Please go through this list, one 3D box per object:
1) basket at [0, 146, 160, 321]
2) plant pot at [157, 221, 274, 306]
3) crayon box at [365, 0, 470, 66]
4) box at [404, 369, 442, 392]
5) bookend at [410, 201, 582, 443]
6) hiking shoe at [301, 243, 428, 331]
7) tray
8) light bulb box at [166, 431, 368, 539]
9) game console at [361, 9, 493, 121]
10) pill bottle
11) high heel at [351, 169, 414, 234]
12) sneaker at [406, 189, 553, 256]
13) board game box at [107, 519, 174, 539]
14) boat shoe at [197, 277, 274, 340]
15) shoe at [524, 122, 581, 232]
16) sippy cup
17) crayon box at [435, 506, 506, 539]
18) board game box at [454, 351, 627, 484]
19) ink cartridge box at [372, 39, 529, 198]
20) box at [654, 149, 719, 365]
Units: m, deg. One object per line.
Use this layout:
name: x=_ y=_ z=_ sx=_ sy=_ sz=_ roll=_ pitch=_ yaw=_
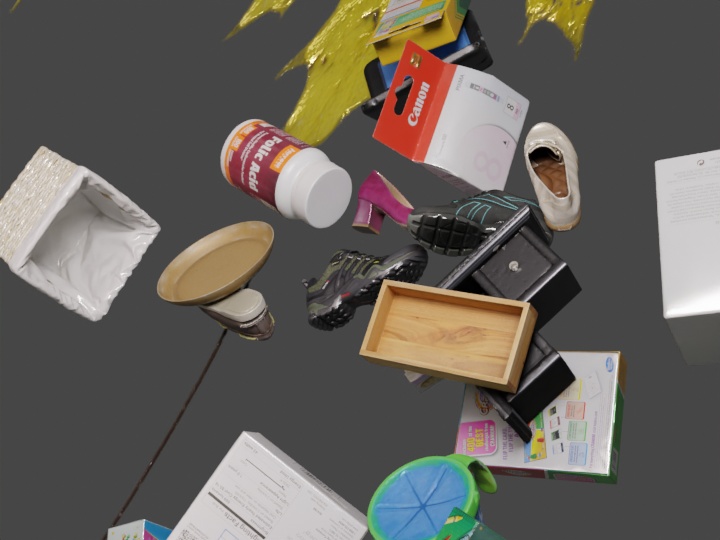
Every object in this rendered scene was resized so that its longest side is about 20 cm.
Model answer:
basket: x=-0.477 y=-0.060 z=1.696 sx=0.160 sy=0.198 sz=0.202 roll=26 pitch=80 yaw=40
plant pot: x=-0.216 y=-0.006 z=1.580 sx=0.197 sy=0.028 sz=0.201 roll=-21 pitch=28 yaw=11
crayon box: x=0.091 y=-0.376 z=1.576 sx=0.124 sy=0.052 sz=0.201 roll=-15 pitch=28 yaw=23
box: x=0.146 y=0.089 z=1.368 sx=0.198 sy=0.041 sz=0.039 roll=-33 pitch=55 yaw=9
bookend: x=0.201 y=0.062 z=1.267 sx=0.198 sy=0.092 sz=0.200 roll=-42 pitch=53 yaw=3
hiking shoe: x=0.000 y=0.000 z=1.473 sx=0.198 sy=0.076 sz=0.102 roll=-28 pitch=58 yaw=14
tray: x=0.103 y=0.076 z=1.234 sx=0.197 sy=0.037 sz=0.100 roll=9 pitch=71 yaw=32
light bulb box: x=-0.119 y=0.339 z=1.288 sx=0.197 sy=0.125 sz=0.201 roll=36 pitch=84 yaw=9
game console: x=0.087 y=-0.320 z=1.572 sx=0.198 sy=0.176 sz=0.118 roll=-27 pitch=83 yaw=15
pill bottle: x=-0.113 y=-0.146 z=1.587 sx=0.199 sy=0.114 sz=0.115 roll=30 pitch=82 yaw=37
high heel: x=0.077 y=-0.096 z=1.489 sx=0.198 sy=0.067 sz=0.097 roll=5 pitch=73 yaw=43
sneaker: x=0.158 y=-0.066 z=1.396 sx=0.196 sy=0.076 sz=0.080 roll=6 pitch=49 yaw=-6
board game box: x=-0.262 y=0.443 z=1.342 sx=0.063 sy=0.147 sz=0.203 roll=-18 pitch=58 yaw=22
boat shoe: x=-0.192 y=0.054 z=1.552 sx=0.072 sy=0.060 sz=0.199 roll=-40 pitch=31 yaw=-21
shoe: x=0.260 y=-0.140 z=1.397 sx=0.069 sy=0.054 sz=0.202 roll=-15 pitch=45 yaw=11
sippy cup: x=0.092 y=0.312 z=1.212 sx=0.176 sy=0.131 sz=0.140 roll=-27 pitch=29 yaw=1
crayon box: x=0.152 y=0.360 z=1.125 sx=0.120 sy=0.199 sz=0.058 roll=-57 pitch=23 yaw=-9
board game box: x=0.221 y=0.176 z=1.280 sx=0.197 sy=0.040 sz=0.155 roll=-1 pitch=65 yaw=29
ink cartridge box: x=0.131 y=-0.209 z=1.440 sx=0.057 sy=0.198 sz=0.165 roll=-9 pitch=57 yaw=57
box: x=0.411 y=-0.013 z=1.204 sx=0.105 sy=0.152 sz=0.203 roll=-7 pitch=61 yaw=24
